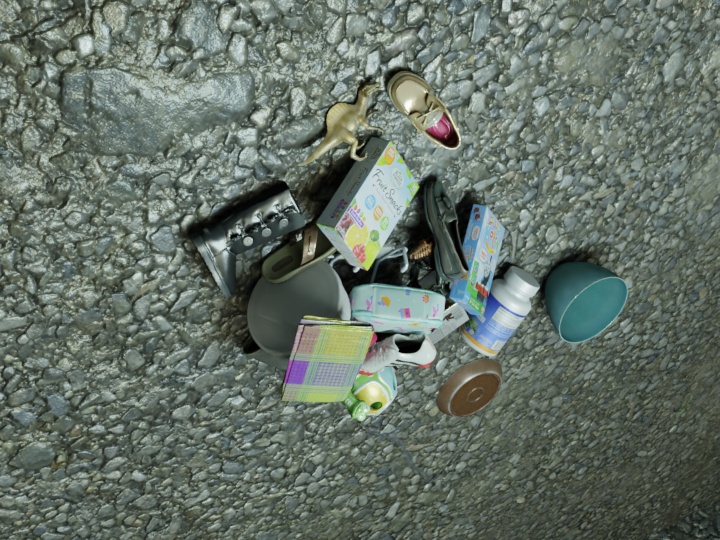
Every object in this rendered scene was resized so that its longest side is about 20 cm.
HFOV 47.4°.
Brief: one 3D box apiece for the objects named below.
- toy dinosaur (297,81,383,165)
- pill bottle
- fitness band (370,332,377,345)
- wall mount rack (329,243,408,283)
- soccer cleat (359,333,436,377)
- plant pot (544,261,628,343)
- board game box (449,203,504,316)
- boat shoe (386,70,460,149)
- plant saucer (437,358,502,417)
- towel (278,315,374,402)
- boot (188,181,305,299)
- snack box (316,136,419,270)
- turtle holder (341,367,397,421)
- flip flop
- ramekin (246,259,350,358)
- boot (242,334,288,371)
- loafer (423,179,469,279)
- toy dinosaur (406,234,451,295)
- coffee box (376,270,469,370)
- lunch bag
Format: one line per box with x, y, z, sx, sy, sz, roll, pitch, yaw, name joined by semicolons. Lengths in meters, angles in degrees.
-0.027;-0.245;1.453;0.101;0.058;0.200;40;93;-31;toy dinosaur
0.327;0.092;1.915;0.111;0.112;0.201;14;117;-40;pill bottle
-0.039;0.167;1.625;0.143;0.038;0.200;-33;180;-22;fitness band
0.000;0.000;1.661;0.198;0.075;0.174;0;159;-31;wall mount rack
0.055;0.167;1.679;0.198;0.069;0.086;-6;136;14;soccer cleat
0.527;0.057;1.994;0.199;0.135;0.201;-18;134;-19;plant pot
0.247;-0.019;1.722;0.151;0.036;0.202;33;70;-61;board game box
0.124;-0.287;1.488;0.074;0.069;0.200;-46;136;11;boat shoe
0.294;0.316;2.146;0.199;0.035;0.201;-18;133;-20;plant saucer
-0.064;0.165;1.496;0.142;0.023;0.201;4;127;-19;towel
-0.192;-0.052;1.500;0.199;0.066;0.165;-32;139;-11;boot
0.017;-0.123;1.517;0.201;0.053;0.142;-58;141;-17;snack box
0.013;0.247;1.783;0.141;0.132;0.186;-45;-179;-5;turtle holder
-0.108;-0.050;1.538;0.199;0.081;0.058;-34;150;6;flip flop
-0.110;0.081;1.573;0.202;0.203;0.094;-39;148;4;ramekin
-0.125;0.155;1.723;0.182;0.073;0.200;-41;130;2;boot
0.177;-0.084;1.628;0.072;0.063;0.202;-14;95;-48;loafer
0.142;-0.021;1.692;0.199;0.102;0.137;9;91;-43;toy dinosaur
0.120;0.109;1.797;0.199;0.113;0.080;-35;138;0;coffee box
0.070;0.085;1.659;0.198;0.078;0.160;7;164;-8;lunch bag
